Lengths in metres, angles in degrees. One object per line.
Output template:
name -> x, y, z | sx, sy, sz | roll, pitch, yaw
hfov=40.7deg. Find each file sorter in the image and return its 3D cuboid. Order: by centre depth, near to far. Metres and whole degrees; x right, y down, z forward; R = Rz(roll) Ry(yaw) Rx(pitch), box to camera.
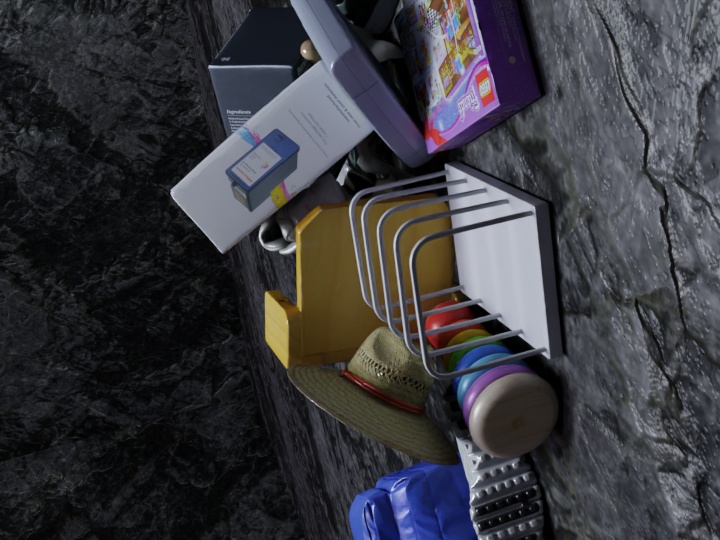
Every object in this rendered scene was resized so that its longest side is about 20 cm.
file sorter -> 0.078, -0.005, 0.888 | 0.200, 0.124, 0.139 | -135, 34, -67

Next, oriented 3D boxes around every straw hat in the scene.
straw hat -> 0.030, 0.101, 0.942 | 0.085, 0.201, 0.201 | -62, 21, 5

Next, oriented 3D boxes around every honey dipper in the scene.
honey dipper -> -0.029, -0.208, 1.142 | 0.038, 0.038, 0.200 | 70, -170, 26

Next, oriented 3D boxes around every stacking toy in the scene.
stacking toy -> 0.111, 0.092, 0.941 | 0.200, 0.085, 0.085 | -124, 24, -59

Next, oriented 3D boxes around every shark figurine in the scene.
shark figurine -> 0.011, -0.208, 1.077 | 0.128, 0.089, 0.215 | 6, -104, -68

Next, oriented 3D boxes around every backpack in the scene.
backpack -> 0.086, 0.327, 1.119 | 0.163, 0.168, 0.200 | 114, 137, -80

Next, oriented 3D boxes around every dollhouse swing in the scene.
dollhouse swing -> 0.000, 0.000, 1.062 | 0.182, 0.200, 0.176 | -148, 52, -71

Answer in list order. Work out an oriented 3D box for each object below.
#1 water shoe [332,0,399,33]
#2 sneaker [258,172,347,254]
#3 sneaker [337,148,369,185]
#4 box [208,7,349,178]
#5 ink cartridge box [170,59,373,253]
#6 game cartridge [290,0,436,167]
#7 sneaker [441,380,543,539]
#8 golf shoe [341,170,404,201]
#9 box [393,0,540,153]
water shoe -> 0.010, -0.299, 0.892 | 0.200, 0.079, 0.072 | 110, 176, -55
sneaker -> -0.070, -0.055, 1.088 | 0.078, 0.099, 0.200 | 64, 172, 4
sneaker -> -0.013, -0.118, 1.295 | 0.200, 0.075, 0.089 | 60, 139, 42
box -> -0.089, -0.198, 1.183 | 0.148, 0.107, 0.200 | -68, -25, -45
ink cartridge box -> -0.085, -0.123, 0.997 | 0.088, 0.200, 0.145 | 51, -170, -10
game cartridge -> 0.007, -0.182, 0.940 | 0.200, 0.040, 0.133 | 41, -165, -55
sneaker -> 0.137, 0.204, 1.003 | 0.081, 0.075, 0.200 | 75, -178, -80
golf shoe -> 0.001, -0.077, 1.159 | 0.200, 0.078, 0.097 | 2, 120, 54
box -> 0.086, -0.189, 0.845 | 0.200, 0.039, 0.137 | 163, 94, -77
